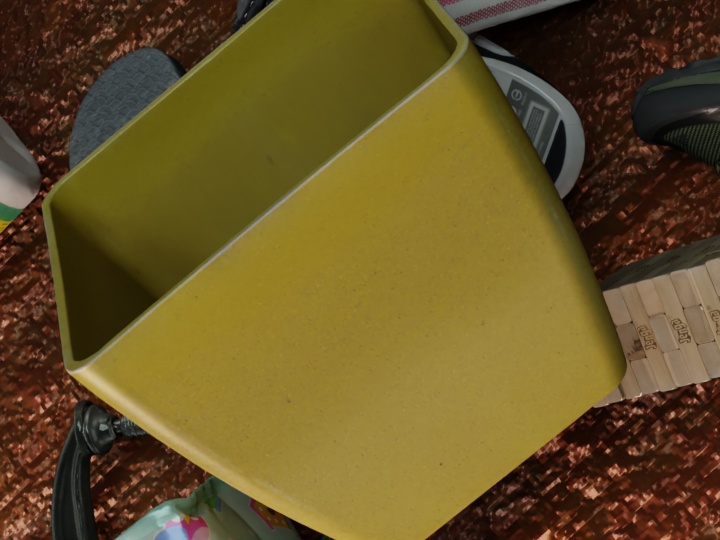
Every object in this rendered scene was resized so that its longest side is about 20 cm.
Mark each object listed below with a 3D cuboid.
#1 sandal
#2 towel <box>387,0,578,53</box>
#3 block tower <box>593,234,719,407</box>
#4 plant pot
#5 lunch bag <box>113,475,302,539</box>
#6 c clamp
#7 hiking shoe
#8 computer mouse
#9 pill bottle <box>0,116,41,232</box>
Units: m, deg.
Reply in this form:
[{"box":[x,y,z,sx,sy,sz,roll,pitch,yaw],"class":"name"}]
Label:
[{"box":[-0.098,-0.012,1.116,0.076,0.043,0.201,-13,87,17],"class":"sandal"},{"box":[0.059,-0.212,1.011,0.146,0.030,0.201,-20,109,-21],"class":"towel"},{"box":[0.180,0.009,0.955,0.200,0.058,0.054,-17,98,44],"class":"block tower"},{"box":[0.000,0.000,0.945,0.200,0.200,0.176,-40,114,6],"class":"plant pot"},{"box":[-0.095,0.214,1.025,0.200,0.122,0.171,-37,86,18],"class":"lunch bag"},{"box":[-0.066,0.093,1.076,0.199,0.027,0.172,-14,94,13],"class":"c clamp"},{"box":[0.209,-0.031,0.989,0.199,0.076,0.101,17,83,21],"class":"hiking shoe"},{"box":[0.025,-0.092,1.077,0.199,0.044,0.110,29,117,17],"class":"computer mouse"},{"box":[-0.271,-0.013,1.136,0.200,0.113,0.113,-45,69,7],"class":"pill bottle"}]
